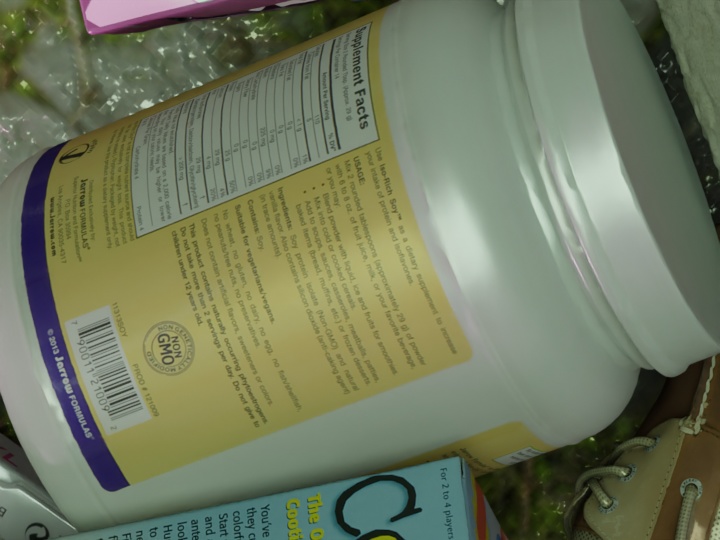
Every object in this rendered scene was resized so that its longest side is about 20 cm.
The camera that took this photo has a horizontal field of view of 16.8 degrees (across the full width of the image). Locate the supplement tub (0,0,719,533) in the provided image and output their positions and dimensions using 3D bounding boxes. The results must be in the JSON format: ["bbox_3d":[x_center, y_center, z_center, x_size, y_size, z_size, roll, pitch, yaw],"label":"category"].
[{"bbox_3d":[0.000,0.000,0.751,0.199,0.145,0.146,-21,92,16],"label":"supplement tub"}]

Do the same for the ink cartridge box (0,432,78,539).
[{"bbox_3d":[-0.169,0.144,0.827,0.119,0.042,0.201,34,96,4],"label":"ink cartridge box"}]

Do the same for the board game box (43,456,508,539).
[{"bbox_3d":[-0.050,0.139,0.718,0.199,0.103,0.106,-12,60,10],"label":"board game box"}]

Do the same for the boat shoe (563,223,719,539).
[{"bbox_3d":[0.101,0.080,0.768,0.071,0.076,0.201,5,73,-1],"label":"boat shoe"}]

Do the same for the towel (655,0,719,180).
[{"bbox_3d":[0.119,-0.102,0.706,0.034,0.132,0.201,-23,94,-19],"label":"towel"}]

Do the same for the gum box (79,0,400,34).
[{"bbox_3d":[-0.044,-0.172,0.749,0.113,0.066,0.201,-12,94,11],"label":"gum box"}]
